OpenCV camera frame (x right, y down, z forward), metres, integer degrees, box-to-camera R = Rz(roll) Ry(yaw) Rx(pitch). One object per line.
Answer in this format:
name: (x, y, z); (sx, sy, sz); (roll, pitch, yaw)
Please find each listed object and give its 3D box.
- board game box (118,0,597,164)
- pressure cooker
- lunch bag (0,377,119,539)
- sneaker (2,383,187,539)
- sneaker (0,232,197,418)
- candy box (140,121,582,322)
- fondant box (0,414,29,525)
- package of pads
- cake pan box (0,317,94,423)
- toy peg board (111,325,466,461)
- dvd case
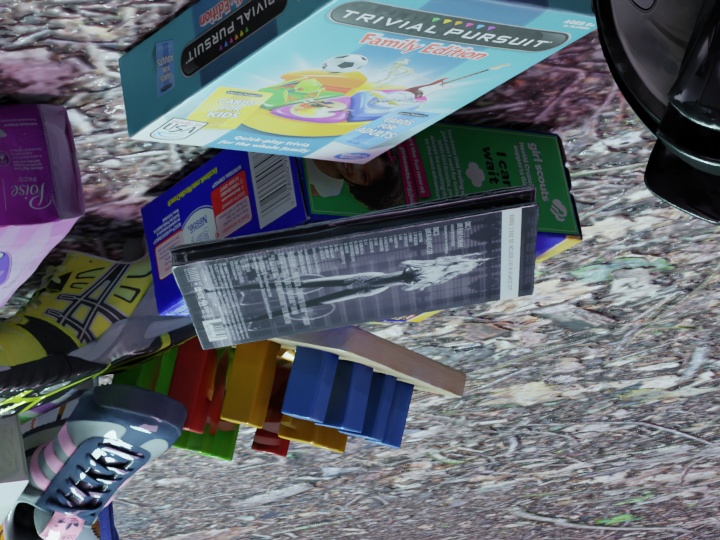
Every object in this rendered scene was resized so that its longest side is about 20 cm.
board game box: (-0.001, -0.112, 1.104); (0.151, 0.047, 0.200); (3, 160, -38)
pressure cooker: (0.194, -0.114, 0.973); (0.178, 0.176, 0.200); (-18, 166, 16)
lunch bag: (-0.260, 0.159, 1.622); (0.170, 0.201, 0.124); (-9, 164, -3)
sneaker: (-0.171, 0.132, 1.442); (0.070, 0.082, 0.200); (22, 151, -20)
sneaker: (-0.183, 0.034, 1.371); (0.200, 0.077, 0.075); (-20, 174, -46)
candy box: (0.000, -0.028, 1.341); (0.200, 0.077, 0.169); (1, 160, -36)
fondant box: (-0.300, 0.141, 1.446); (0.144, 0.058, 0.200); (-6, 162, -19)
package of pads: (-0.236, -0.024, 1.227); (0.120, 0.076, 0.200); (-5, 164, -26)
cake pan box: (-0.299, 0.076, 1.419); (0.184, 0.052, 0.200); (-27, 158, 36)
toy peg board: (-0.062, 0.084, 1.528); (0.199, 0.098, 0.200); (10, 174, 26)
dvd case: (0.000, 0.000, 1.274); (0.199, 0.016, 0.149); (-9, 160, 0)
